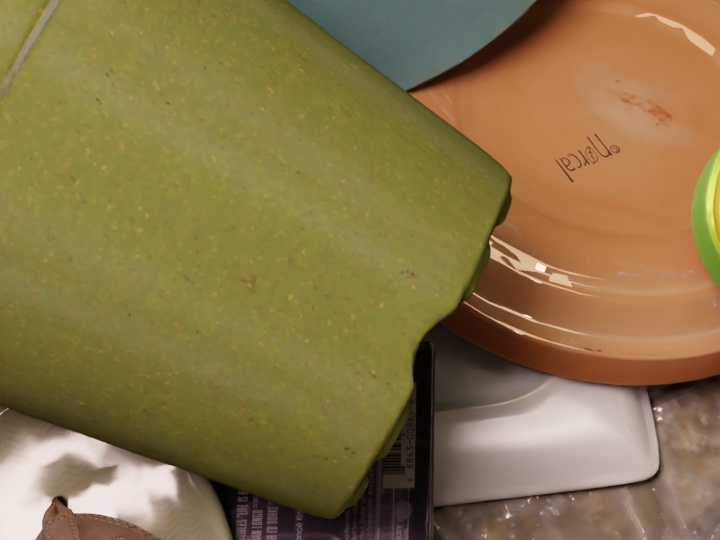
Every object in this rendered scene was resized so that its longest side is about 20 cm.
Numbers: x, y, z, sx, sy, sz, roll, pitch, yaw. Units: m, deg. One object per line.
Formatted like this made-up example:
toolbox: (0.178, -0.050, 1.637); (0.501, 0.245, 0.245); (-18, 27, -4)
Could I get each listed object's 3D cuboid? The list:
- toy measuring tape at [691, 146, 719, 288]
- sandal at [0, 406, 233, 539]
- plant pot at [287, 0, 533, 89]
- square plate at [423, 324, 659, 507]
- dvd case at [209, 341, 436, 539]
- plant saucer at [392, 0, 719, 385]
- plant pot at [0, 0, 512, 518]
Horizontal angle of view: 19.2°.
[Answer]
toy measuring tape: (0.135, 0.017, 0.694); (0.073, 0.074, 0.202); (11, 81, 18)
sandal: (-0.070, 0.116, 0.659); (0.079, 0.057, 0.202); (-23, 59, -3)
plant pot: (-0.031, -0.185, 0.765); (0.199, 0.161, 0.202); (-14, 51, 18)
square plate: (0.000, 0.000, 0.789); (0.196, 0.029, 0.201); (-8, 52, 4)
dvd case: (-0.074, 0.098, 0.712); (0.198, 0.016, 0.150); (-2, 66, 7)
plant saucer: (0.089, -0.048, 0.780); (0.198, 0.032, 0.201); (4, 51, -4)
plant pot: (-0.061, -0.019, 0.659); (0.189, 0.200, 0.201); (28, 58, -2)
